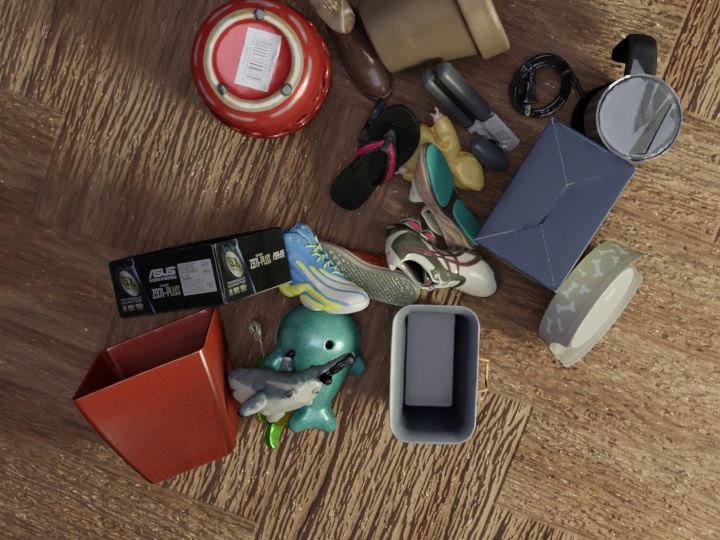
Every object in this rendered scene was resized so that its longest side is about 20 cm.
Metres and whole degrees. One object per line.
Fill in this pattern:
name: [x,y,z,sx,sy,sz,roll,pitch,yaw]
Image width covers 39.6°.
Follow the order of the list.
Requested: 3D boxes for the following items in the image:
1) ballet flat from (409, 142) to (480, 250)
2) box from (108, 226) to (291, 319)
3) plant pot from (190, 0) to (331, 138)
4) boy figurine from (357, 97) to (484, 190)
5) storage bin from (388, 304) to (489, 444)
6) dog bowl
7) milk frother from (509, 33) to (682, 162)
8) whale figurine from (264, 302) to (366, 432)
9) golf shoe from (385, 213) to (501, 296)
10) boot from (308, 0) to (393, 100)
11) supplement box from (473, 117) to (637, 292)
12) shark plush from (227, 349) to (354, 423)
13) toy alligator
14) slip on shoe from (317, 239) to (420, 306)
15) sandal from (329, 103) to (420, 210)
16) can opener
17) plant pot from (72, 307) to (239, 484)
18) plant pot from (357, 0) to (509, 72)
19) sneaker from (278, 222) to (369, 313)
ballet flat: [0.111,-0.101,1.469,0.067,0.068,0.200,-5,131,34]
box: [-0.228,0.002,1.434,0.199,0.164,0.086,-8,96,32]
plant pot: [-0.146,-0.292,1.433,0.200,0.183,0.201,0,95,3]
boy figurine: [0.100,-0.184,1.488,0.199,0.064,0.125,25,121,-3]
storage bin: [0.116,0.142,1.490,0.145,0.134,0.201,2,96,1]
dog bowl: [0.335,0.043,1.452,0.059,0.200,0.200,38,96,23]
milk frother: [0.326,-0.234,1.422,0.199,0.188,0.181,-11,94,2]
whale figurine: [-0.062,0.144,1.494,0.159,0.104,0.201,5,87,-19]
golf shoe: [0.117,0.002,1.481,0.200,0.088,0.077,27,140,-18]
boot: [-0.015,-0.329,1.414,0.064,0.200,0.187,-32,93,4]
supplement box: [0.274,-0.086,1.421,0.134,0.200,0.200,34,95,9]
shark plush: [-0.105,0.153,1.432,0.200,0.091,0.084,-27,63,32]
toy alligator: [-0.132,0.173,1.543,0.054,0.059,0.201,-9,93,-41]
slip on shoe: [0.000,0.000,1.520,0.199,0.061,0.074,17,117,12]
sandal: [0.020,-0.156,1.465,0.075,0.045,0.200,35,123,-5]
can opener: [0.161,-0.217,1.447,0.053,0.067,0.200,-20,139,35]
plant pot: [-0.278,0.193,1.483,0.199,0.200,0.177,-22,105,4]
plant pot: [0.095,-0.369,1.419,0.174,0.200,0.201,-23,95,13]
sneaker: [-0.074,-0.007,1.472,0.199,0.076,0.105,17,115,25]
